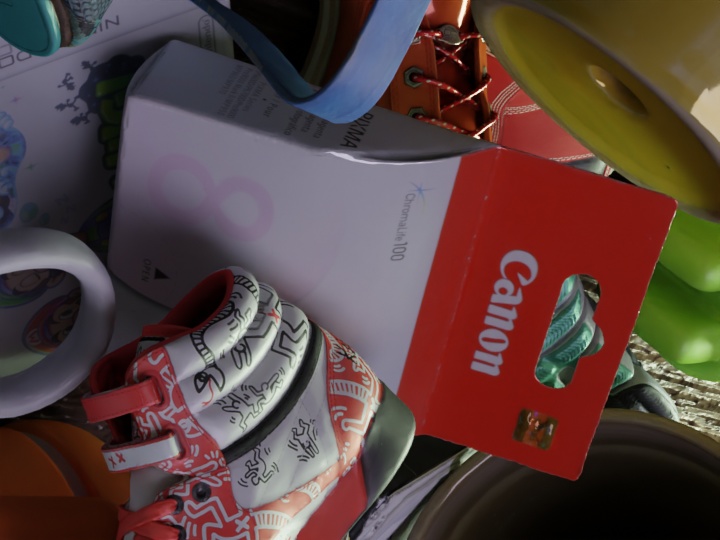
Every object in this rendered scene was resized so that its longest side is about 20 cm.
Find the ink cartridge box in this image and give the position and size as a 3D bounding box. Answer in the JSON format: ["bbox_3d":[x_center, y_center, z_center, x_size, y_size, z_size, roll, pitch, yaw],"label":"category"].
[{"bbox_3d":[0.001,0.012,0.740,0.057,0.200,0.163,-59,167,-47],"label":"ink cartridge box"}]

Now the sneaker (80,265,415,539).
[{"bbox_3d":[-0.069,0.093,0.674,0.108,0.067,0.201,45,60,-20],"label":"sneaker"}]

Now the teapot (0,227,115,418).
[{"bbox_3d":[-0.205,0.069,0.657,0.146,0.200,0.198,51,48,-58],"label":"teapot"}]

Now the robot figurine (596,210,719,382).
[{"bbox_3d":[0.220,-0.006,0.998,0.200,0.116,0.176,-9,125,-35],"label":"robot figurine"}]

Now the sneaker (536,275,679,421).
[{"bbox_3d":[0.082,0.022,0.965,0.074,0.088,0.200,-35,122,8],"label":"sneaker"}]

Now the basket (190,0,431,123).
[{"bbox_3d":[0.004,-0.160,0.595,0.139,0.176,0.200,17,105,-34],"label":"basket"}]

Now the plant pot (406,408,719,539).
[{"bbox_3d":[0.130,0.187,0.949,0.200,0.200,0.174,-37,154,-1],"label":"plant pot"}]

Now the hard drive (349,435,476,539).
[{"bbox_3d":[0.008,0.127,0.971,0.140,0.038,0.200,-55,165,24],"label":"hard drive"}]

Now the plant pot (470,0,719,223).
[{"bbox_3d":[0.148,-0.127,0.693,0.189,0.201,0.201,-49,146,-7],"label":"plant pot"}]

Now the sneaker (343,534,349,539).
[{"bbox_3d":[-0.085,0.139,0.735,0.200,0.075,0.090,-47,154,-1],"label":"sneaker"}]

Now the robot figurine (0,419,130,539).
[{"bbox_3d":[-0.168,0.127,0.802,0.200,0.117,0.144,-13,133,-43],"label":"robot figurine"}]

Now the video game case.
[{"bbox_3d":[-0.131,-0.027,0.748,0.182,0.024,0.200,-24,143,-19],"label":"video game case"}]

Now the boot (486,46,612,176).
[{"bbox_3d":[0.139,-0.102,0.863,0.200,0.072,0.144,-20,143,-10],"label":"boot"}]

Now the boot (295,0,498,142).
[{"bbox_3d":[0.028,-0.083,0.754,0.075,0.107,0.200,-9,135,-32],"label":"boot"}]

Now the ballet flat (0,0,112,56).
[{"bbox_3d":[-0.116,-0.155,0.594,0.074,0.074,0.200,-30,146,-11],"label":"ballet flat"}]
